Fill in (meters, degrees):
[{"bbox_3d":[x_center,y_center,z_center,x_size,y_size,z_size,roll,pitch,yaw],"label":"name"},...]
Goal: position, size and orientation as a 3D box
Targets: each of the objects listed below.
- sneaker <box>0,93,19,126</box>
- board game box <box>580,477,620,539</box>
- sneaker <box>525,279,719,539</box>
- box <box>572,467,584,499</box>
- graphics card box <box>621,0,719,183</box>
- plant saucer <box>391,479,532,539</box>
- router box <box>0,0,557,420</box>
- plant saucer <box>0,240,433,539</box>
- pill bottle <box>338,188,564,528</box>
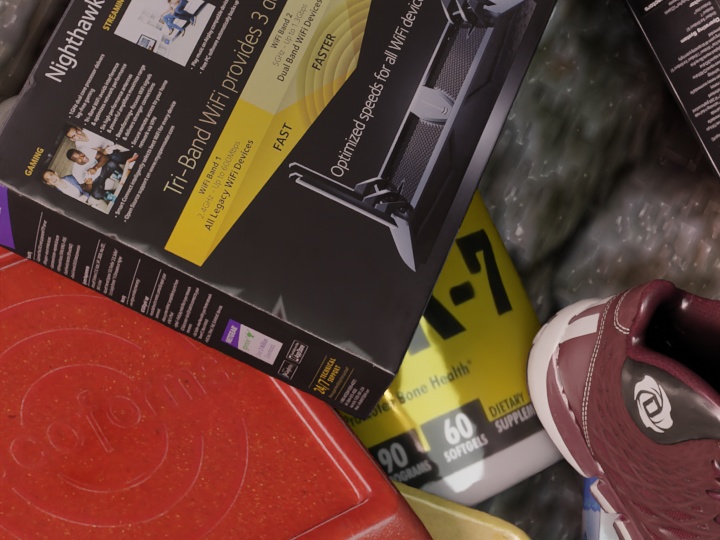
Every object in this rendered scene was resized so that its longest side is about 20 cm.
[{"bbox_3d":[-0.141,0.023,0.844,0.079,0.074,0.202,22,95,40],"label":"sneaker"},{"bbox_3d":[0.183,0.166,0.817,0.198,0.043,0.201,5,84,-3],"label":"board game box"},{"bbox_3d":[0.141,0.088,0.735,0.075,0.116,0.200,-36,87,-24],"label":"sneaker"},{"bbox_3d":[0.189,0.132,0.867,0.157,0.048,0.202,-17,86,-7],"label":"box"},{"bbox_3d":[0.166,-0.122,0.862,0.125,0.051,0.201,-25,85,-41],"label":"graphics card box"},{"bbox_3d":[-0.057,0.151,0.726,0.198,0.049,0.201,19,51,5],"label":"plant saucer"},{"bbox_3d":[-0.026,-0.070,0.749,0.156,0.052,0.201,26,65,-2],"label":"router box"},{"bbox_3d":[-0.093,0.059,0.712,0.199,0.037,0.200,-22,62,-35],"label":"plant saucer"},{"bbox_3d":[0.000,0.000,0.830,0.114,0.114,0.201,-25,87,-7],"label":"pill bottle"}]
